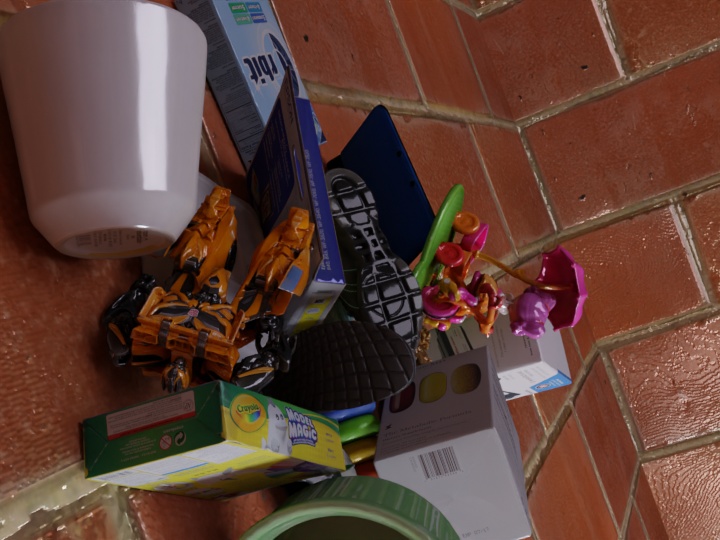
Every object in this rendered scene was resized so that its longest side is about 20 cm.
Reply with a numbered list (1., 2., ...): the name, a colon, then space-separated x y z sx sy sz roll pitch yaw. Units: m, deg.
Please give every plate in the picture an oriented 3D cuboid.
1. plate: -0.130 -0.008 0.930 0.200 0.032 0.200 35 38 -59

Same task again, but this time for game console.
1. game console: 0.047 -0.076 1.299 0.171 0.118 0.200 34 31 -58

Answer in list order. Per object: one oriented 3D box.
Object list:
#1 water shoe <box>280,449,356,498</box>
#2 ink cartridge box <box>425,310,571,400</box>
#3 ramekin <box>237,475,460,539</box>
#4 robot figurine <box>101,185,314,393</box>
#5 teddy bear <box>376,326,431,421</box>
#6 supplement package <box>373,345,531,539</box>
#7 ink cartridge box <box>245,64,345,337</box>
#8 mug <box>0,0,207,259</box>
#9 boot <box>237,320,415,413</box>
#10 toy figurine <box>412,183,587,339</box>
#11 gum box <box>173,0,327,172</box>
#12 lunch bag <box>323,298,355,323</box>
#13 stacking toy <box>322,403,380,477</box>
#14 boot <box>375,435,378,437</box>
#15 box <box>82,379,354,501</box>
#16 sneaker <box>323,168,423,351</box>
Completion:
1. water shoe: -0.030 0.255 0.913 0.079 0.071 0.201 -10 78 -45
2. ink cartridge box: 0.146 0.117 1.293 0.145 0.200 0.084 32 44 -60
3. ramekin: -0.006 0.252 0.767 0.098 0.200 0.201 -38 107 -78
4. robot figurine: -0.109 0.016 0.787 0.200 0.145 0.058 -69 171 -52
5. teddy bear: 0.060 0.156 1.162 0.067 0.145 0.200 14 38 -14
6. supplement package: 0.087 0.167 0.969 0.200 0.113 0.110 -74 145 -73
7. ink cartridge box: -0.059 -0.055 0.974 0.200 0.047 0.198 127 -43 -58
8. mug: -0.169 -0.089 0.749 0.186 0.149 0.154 14 65 -57
9. boot: -0.027 0.087 0.859 0.132 0.199 0.070 11 69 -63
10. toy figurine: 0.159 0.018 1.150 0.150 0.184 0.200 97 19 -47
11. gum box: -0.117 -0.218 1.153 0.200 0.044 0.170 68 19 -8
12. lunch bag: -0.013 0.024 1.140 0.160 0.077 0.200 50 27 -43
13. stacking toy: -0.011 0.161 0.981 0.085 0.085 0.201 13 55 -67
14. boot: 0.029 0.273 1.012 0.144 0.071 0.202 -75 146 -65
15. box: -0.094 0.132 0.757 0.200 0.117 0.049 36 41 -58
16. sneaker: 0.000 0.000 1.016 0.075 0.079 0.201 -14 79 -35
